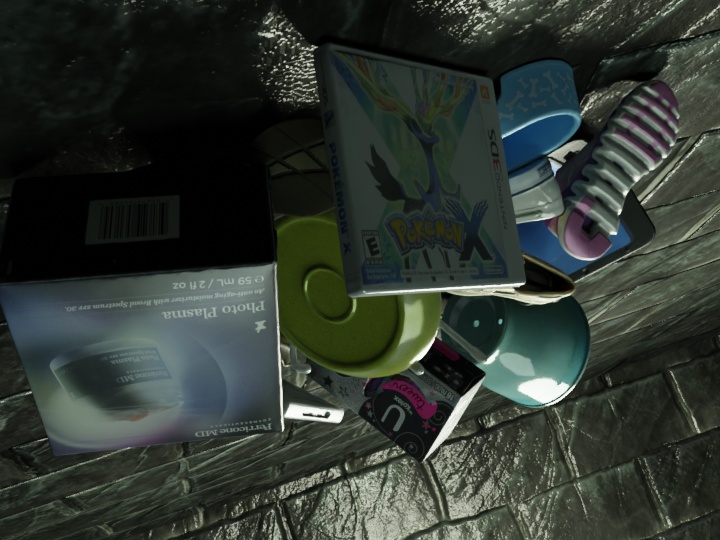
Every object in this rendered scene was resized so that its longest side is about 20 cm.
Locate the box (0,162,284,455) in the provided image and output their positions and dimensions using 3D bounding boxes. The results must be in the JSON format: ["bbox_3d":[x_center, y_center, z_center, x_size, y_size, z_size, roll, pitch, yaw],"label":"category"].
[{"bbox_3d":[-0.162,0.035,0.687,0.195,0.125,0.201,-5,134,-7],"label":"box"}]

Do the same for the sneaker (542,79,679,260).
[{"bbox_3d":[0.252,-0.111,0.897,0.080,0.088,0.202,33,90,-23],"label":"sneaker"}]

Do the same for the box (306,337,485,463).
[{"bbox_3d":[0.048,0.143,1.164,0.116,0.198,0.132,-61,163,18],"label":"box"}]

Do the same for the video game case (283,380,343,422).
[{"bbox_3d":[-0.138,0.144,1.104,0.197,0.022,0.182,22,177,23],"label":"video game case"}]

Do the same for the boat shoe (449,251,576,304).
[{"bbox_3d":[0.161,-0.003,0.982,0.196,0.073,0.076,7,179,-25],"label":"boat shoe"}]

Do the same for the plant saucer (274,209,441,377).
[{"bbox_3d":[-0.022,0.016,0.772,0.199,0.201,0.031,-37,-177,41],"label":"plant saucer"}]

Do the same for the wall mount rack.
[{"bbox_3d":[0.026,0.069,0.890,0.171,0.076,0.198,-9,176,40],"label":"wall mount rack"}]

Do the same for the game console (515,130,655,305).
[{"bbox_3d":[0.220,-0.053,1.014,0.198,0.118,0.175,-31,159,28],"label":"game console"}]

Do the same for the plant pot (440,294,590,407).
[{"bbox_3d":[0.233,0.102,1.369,0.186,0.203,0.199,20,139,-40],"label":"plant pot"}]

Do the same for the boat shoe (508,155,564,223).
[{"bbox_3d":[0.130,-0.051,0.909,0.200,0.087,0.075,-18,-165,40],"label":"boat shoe"}]

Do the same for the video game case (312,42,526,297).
[{"bbox_3d":[0.053,-0.075,0.678,0.198,0.186,0.022,-2,170,-44],"label":"video game case"}]

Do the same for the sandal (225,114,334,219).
[{"bbox_3d":[-0.067,-0.077,0.722,0.198,0.082,0.055,-26,-168,44],"label":"sandal"}]

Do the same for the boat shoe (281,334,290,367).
[{"bbox_3d":[-0.154,0.063,1.022,0.072,0.066,0.200,-41,141,11],"label":"boat shoe"}]

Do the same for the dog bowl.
[{"bbox_3d":[0.119,-0.125,0.817,0.197,0.050,0.111,-26,161,14],"label":"dog bowl"}]
